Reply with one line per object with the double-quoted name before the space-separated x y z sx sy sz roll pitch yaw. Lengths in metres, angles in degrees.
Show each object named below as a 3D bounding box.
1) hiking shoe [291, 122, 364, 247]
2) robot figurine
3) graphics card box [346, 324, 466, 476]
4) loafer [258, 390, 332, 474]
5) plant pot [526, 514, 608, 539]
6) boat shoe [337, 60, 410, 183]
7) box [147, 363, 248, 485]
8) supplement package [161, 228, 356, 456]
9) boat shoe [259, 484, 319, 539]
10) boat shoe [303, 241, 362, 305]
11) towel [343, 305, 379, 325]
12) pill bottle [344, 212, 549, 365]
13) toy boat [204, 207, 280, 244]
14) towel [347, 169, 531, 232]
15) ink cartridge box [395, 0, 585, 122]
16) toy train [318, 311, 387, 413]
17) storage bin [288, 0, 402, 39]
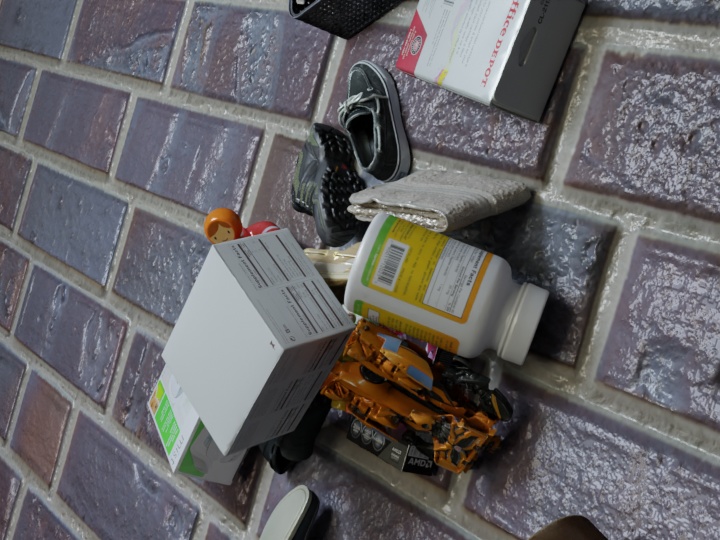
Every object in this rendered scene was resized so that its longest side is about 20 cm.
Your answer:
"hiking shoe" -0.047 -0.096 1.671 0.101 0.075 0.202 -53 32 40
"robot figurine" 0.062 0.143 1.343 0.058 0.199 0.146 -55 -5 -48
"graphics card box" 0.059 0.121 1.460 0.125 0.050 0.203 21 96 55
"loafer" -0.077 0.202 1.584 0.201 0.067 0.071 -50 56 58
"plant pot" 0.216 0.347 1.090 0.199 0.186 0.189 34 106 37
"boat shoe" 0.006 -0.198 1.625 0.073 0.068 0.201 -39 49 38
"box" -0.198 0.160 1.741 0.202 0.096 0.177 -63 29 17
"supplement package" -0.121 0.082 1.450 0.156 0.110 0.201 53 134 24
"boat shoe" -0.096 0.364 1.572 0.202 0.061 0.075 -64 21 1
"boat shoe" 0.000 0.000 1.460 0.198 0.074 0.070 2 60 31
"towel" -0.032 0.064 1.628 0.199 0.023 0.155 -16 66 48
"pill bottle" 0.092 0.025 1.325 0.111 0.198 0.112 21 -90 -82
"toy boat" -0.162 -0.026 1.695 0.130 0.131 0.200 -38 24 -5
"towel" 0.084 -0.083 1.434 0.199 0.131 0.035 12 118 53
"ink cartridge box" 0.145 -0.268 1.451 0.200 0.082 0.147 34 105 52
"toy train" -0.014 0.074 1.503 0.201 0.055 0.151 -100 31 -50
"storage bin" -0.004 -0.418 1.694 0.199 0.093 0.137 -24 59 46
